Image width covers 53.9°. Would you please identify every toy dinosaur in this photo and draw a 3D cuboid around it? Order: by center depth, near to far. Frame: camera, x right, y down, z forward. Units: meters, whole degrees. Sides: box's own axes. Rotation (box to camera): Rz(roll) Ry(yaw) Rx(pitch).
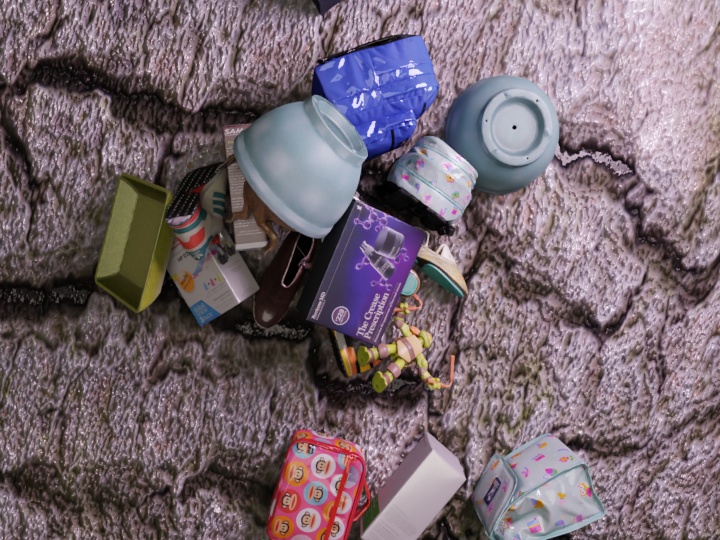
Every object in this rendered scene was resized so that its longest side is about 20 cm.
[{"bbox_3d":[-0.152,-0.120,1.090,0.085,0.199,0.138,-27,138,-28],"label":"toy dinosaur"}]

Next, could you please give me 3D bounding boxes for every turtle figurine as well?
[{"bbox_3d":[0.070,0.134,1.243,0.159,0.064,0.204,-21,85,-34],"label":"turtle figurine"}]

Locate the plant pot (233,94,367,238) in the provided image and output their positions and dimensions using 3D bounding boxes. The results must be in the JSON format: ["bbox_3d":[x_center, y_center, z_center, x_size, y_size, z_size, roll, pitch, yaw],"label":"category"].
[{"bbox_3d":[-0.073,-0.170,1.055,0.134,0.200,0.201,-39,94,21],"label":"plant pot"}]

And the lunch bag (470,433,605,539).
[{"bbox_3d":[0.290,0.387,1.227,0.196,0.170,0.125,-24,96,-2],"label":"lunch bag"}]

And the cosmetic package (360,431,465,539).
[{"bbox_3d":[0.091,0.403,1.259,0.084,0.108,0.201,38,91,-3],"label":"cosmetic package"}]

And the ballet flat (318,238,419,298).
[{"bbox_3d":[0.015,-0.016,1.242,0.196,0.072,0.069,26,95,-2],"label":"ballet flat"}]

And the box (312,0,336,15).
[{"bbox_3d":[-0.041,-0.578,1.175,0.194,0.124,0.203,-33,94,4],"label":"box"}]

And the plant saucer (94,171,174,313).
[{"bbox_3d":[-0.373,-0.049,1.203,0.047,0.198,0.205,12,96,-43],"label":"plant saucer"}]

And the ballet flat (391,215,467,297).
[{"bbox_3d":[0.117,-0.030,1.250,0.197,0.071,0.072,32,94,-3],"label":"ballet flat"}]

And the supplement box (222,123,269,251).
[{"bbox_3d":[-0.192,-0.140,1.212,0.059,0.109,0.206,-6,95,-4],"label":"supplement box"}]

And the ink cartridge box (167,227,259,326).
[{"bbox_3d":[-0.274,-0.022,1.217,0.114,0.068,0.203,-28,94,34],"label":"ink cartridge box"}]

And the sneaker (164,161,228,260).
[{"bbox_3d":[-0.253,-0.096,1.151,0.068,0.202,0.095,-10,124,14],"label":"sneaker"}]

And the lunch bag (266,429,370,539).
[{"bbox_3d":[-0.068,0.402,1.274,0.172,0.082,0.205,16,96,-6],"label":"lunch bag"}]

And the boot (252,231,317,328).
[{"bbox_3d":[-0.132,0.015,1.194,0.071,0.166,0.204,26,93,-6],"label":"boot"}]

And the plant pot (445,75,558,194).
[{"bbox_3d":[0.248,-0.234,1.193,0.194,0.134,0.206,0,95,-1],"label":"plant pot"}]

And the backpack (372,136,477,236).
[{"bbox_3d":[0.113,-0.142,1.170,0.164,0.200,0.129,28,94,-2],"label":"backpack"}]

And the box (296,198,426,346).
[{"bbox_3d":[0.000,0.000,1.148,0.138,0.079,0.204,21,96,-20],"label":"box"}]

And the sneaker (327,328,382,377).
[{"bbox_3d":[-0.015,0.081,1.259,0.088,0.070,0.206,-13,95,-15],"label":"sneaker"}]

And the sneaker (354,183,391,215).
[{"bbox_3d":[-0.032,-0.138,1.211,0.196,0.071,0.100,24,117,10],"label":"sneaker"}]

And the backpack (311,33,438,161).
[{"bbox_3d":[0.033,-0.286,1.181,0.196,0.162,0.171,-24,93,-8],"label":"backpack"}]
